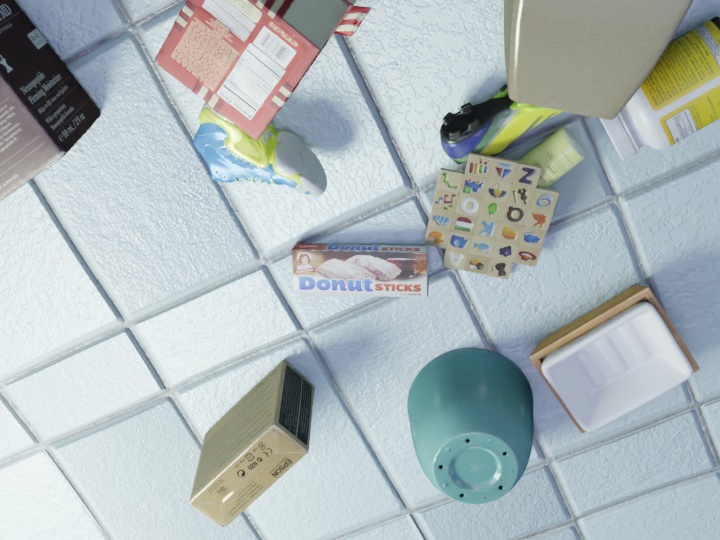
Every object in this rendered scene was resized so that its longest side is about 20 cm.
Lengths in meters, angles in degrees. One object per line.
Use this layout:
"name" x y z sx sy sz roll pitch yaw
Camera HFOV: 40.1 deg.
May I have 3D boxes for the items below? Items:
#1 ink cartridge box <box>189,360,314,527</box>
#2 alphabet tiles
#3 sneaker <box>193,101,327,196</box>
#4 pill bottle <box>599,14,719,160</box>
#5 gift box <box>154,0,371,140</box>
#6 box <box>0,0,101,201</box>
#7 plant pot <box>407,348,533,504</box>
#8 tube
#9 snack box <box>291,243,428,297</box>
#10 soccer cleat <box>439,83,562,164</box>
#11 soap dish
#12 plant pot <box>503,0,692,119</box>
"ink cartridge box" -0.160 0.259 1.486 0.075 0.166 0.200 39 113 -18
"alphabet tiles" 0.178 -0.071 1.362 0.163 0.006 0.202 10 132 1
"sneaker" -0.142 -0.150 1.347 0.199 0.076 0.105 38 125 -7
"pill bottle" 0.400 -0.226 1.248 0.198 0.113 0.113 -29 111 16
"gift box" -0.108 -0.304 1.196 0.184 0.188 0.200 40 127 -13
"box" -0.475 -0.215 1.274 0.162 0.167 0.201 -29 112 17
"plant pot" 0.166 0.244 1.463 0.196 0.162 0.204 1 116 3
"tube" 0.214 -0.113 1.351 0.199 0.052 0.059 -38 74 25
"snack box" 0.000 0.000 1.424 0.195 0.024 0.073 1 117 7
"soccer cleat" 0.200 -0.201 1.311 0.197 0.066 0.084 -21 143 8
"soap dish" 0.366 0.126 1.438 0.198 0.082 0.158 -32 110 18
"plant pot" 0.260 -0.300 1.186 0.195 0.202 0.180 10 126 -2
